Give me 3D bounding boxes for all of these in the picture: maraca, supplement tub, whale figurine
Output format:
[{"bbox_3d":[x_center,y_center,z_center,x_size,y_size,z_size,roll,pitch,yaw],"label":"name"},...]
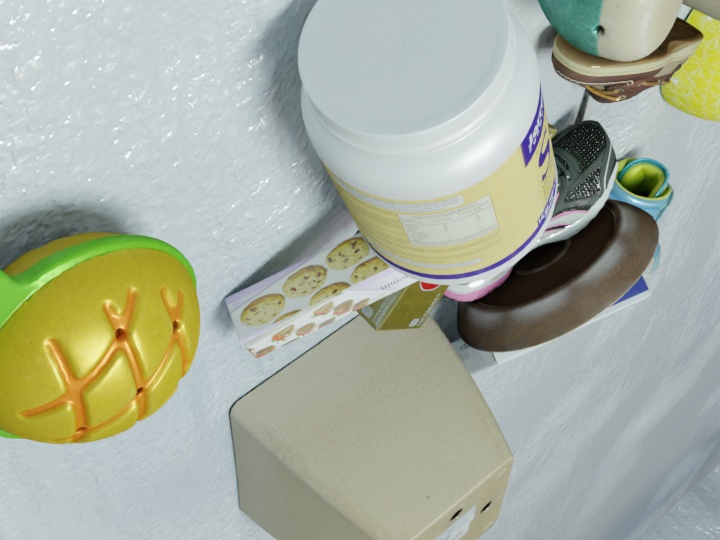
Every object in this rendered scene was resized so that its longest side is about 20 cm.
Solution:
[{"bbox_3d":[-0.168,0.040,0.667,0.200,0.107,0.137,-7,126,-53],"label":"maraca"},{"bbox_3d":[0.045,-0.090,0.761,0.145,0.145,0.200,-43,155,-6],"label":"supplement tub"},{"bbox_3d":[0.187,-0.243,0.842,0.159,0.103,0.200,76,36,-60],"label":"whale figurine"}]

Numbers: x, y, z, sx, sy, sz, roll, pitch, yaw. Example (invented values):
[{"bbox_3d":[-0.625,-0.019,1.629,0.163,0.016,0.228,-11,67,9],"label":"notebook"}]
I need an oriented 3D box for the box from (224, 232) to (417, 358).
[{"bbox_3d":[0.000,0.000,0.869,0.199,0.042,0.039,-25,152,3],"label":"box"}]

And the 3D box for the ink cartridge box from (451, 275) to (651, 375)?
[{"bbox_3d":[0.156,0.064,1.202,0.199,0.041,0.200,-21,172,-29],"label":"ink cartridge box"}]

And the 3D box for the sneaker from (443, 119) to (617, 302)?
[{"bbox_3d":[0.139,-0.057,1.027,0.200,0.080,0.086,-45,153,-6],"label":"sneaker"}]

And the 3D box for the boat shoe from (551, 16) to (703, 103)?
[{"bbox_3d":[0.214,-0.168,0.997,0.200,0.072,0.072,-24,146,-50],"label":"boat shoe"}]

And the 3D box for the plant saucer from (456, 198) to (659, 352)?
[{"bbox_3d":[0.166,-0.005,1.068,0.200,0.200,0.032,-40,113,-13],"label":"plant saucer"}]

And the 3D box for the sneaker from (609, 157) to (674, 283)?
[{"bbox_3d":[0.294,-0.054,1.264,0.200,0.080,0.131,-2,131,-56],"label":"sneaker"}]

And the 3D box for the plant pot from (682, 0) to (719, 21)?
[{"bbox_3d":[0.372,-0.252,0.963,0.187,0.200,0.188,-35,151,-23],"label":"plant pot"}]

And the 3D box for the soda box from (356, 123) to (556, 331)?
[{"bbox_3d":[0.062,-0.049,0.937,0.068,0.064,0.200,0,128,-56],"label":"soda box"}]

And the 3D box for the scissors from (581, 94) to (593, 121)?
[{"bbox_3d":[0.198,-0.106,1.119,0.073,0.014,0.200,-40,155,-11],"label":"scissors"}]

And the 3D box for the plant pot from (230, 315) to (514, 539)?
[{"bbox_3d":[0.021,0.174,1.065,0.199,0.177,0.200,-34,152,-24],"label":"plant pot"}]

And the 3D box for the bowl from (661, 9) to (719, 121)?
[{"bbox_3d":[0.397,-0.214,1.160,0.200,0.108,0.200,-35,152,-23],"label":"bowl"}]
